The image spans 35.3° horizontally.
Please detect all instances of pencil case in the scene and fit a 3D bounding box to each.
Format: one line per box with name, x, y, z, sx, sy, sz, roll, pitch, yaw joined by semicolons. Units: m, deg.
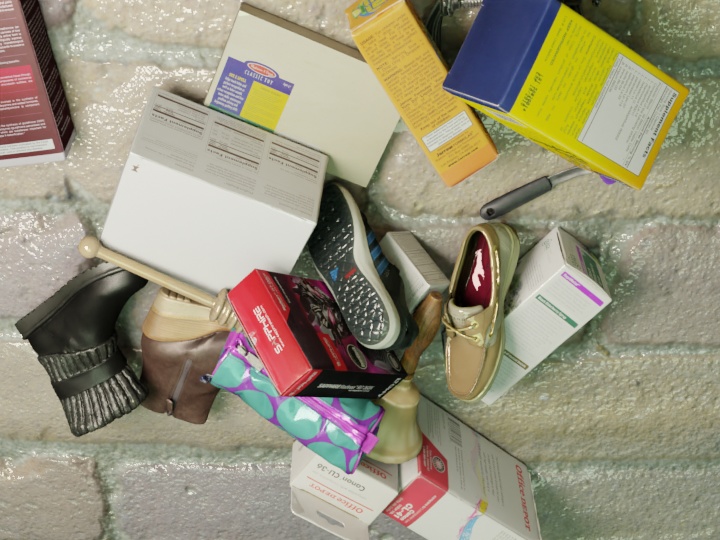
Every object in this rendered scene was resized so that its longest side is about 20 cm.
pencil case;-0.070;0.137;1.235;0.198;0.092;0.086;33;77;0

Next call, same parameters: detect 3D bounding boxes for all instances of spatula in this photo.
spatula;0.220;-0.100;1.232;0.198;0.021;0.057;-24;108;18

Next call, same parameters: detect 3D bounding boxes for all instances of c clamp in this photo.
c clamp;0.151;-0.252;1.135;0.196;0.027;0.173;-8;128;4

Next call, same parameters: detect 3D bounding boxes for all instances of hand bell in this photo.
hand bell;0.054;0.109;1.274;0.102;0.105;0.202;15;123;-10

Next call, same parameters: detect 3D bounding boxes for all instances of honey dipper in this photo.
honey dipper;-0.198;0.014;1.168;0.198;0.038;0.038;24;121;-15

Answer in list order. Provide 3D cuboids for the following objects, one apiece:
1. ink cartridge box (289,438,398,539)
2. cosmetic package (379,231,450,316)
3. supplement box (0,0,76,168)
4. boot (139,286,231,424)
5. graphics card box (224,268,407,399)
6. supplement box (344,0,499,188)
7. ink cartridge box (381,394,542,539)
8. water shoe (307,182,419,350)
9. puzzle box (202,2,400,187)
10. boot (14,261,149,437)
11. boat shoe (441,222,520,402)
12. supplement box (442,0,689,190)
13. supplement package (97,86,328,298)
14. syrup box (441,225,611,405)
ink cartridge box;-0.018;0.218;1.337;0.115;0.201;0.068;29;120;-18
cosmetic package;0.012;0.055;1.297;0.050;0.083;0.201;-3;139;-52
supplement box;-0.368;-0.207;1.141;0.107;0.061;0.203;-5;124;3
boot;-0.167;0.112;1.345;0.197;0.073;0.168;17;120;1
graphics card box;-0.041;0.070;1.178;0.051;0.126;0.199;-41;154;19
supplement box;0.062;-0.184;1.123;0.068;0.067;0.201;-32;121;12
ink cartridge box;0.120;0.269;1.402;0.199;0.148;0.086;36;117;-20
water shoe;0.000;0.000;1.225;0.071;0.202;0.078;-32;152;25
puzzle box;-0.057;-0.181;1.179;0.197;0.026;0.134;21;122;-13
boot;-0.285;0.083;1.289;0.210;0.079;0.159;-31;89;30
boat shoe;0.121;0.045;1.242;0.073;0.066;0.204;10;92;37
supplement box;0.198;-0.174;1.088;0.198;0.109;0.110;24;96;-31
supplement package;-0.156;-0.068;1.187;0.197;0.112;0.157;21;133;-12
syrup box;0.187;0.054;1.300;0.081;0.079;0.200;35;117;-22
